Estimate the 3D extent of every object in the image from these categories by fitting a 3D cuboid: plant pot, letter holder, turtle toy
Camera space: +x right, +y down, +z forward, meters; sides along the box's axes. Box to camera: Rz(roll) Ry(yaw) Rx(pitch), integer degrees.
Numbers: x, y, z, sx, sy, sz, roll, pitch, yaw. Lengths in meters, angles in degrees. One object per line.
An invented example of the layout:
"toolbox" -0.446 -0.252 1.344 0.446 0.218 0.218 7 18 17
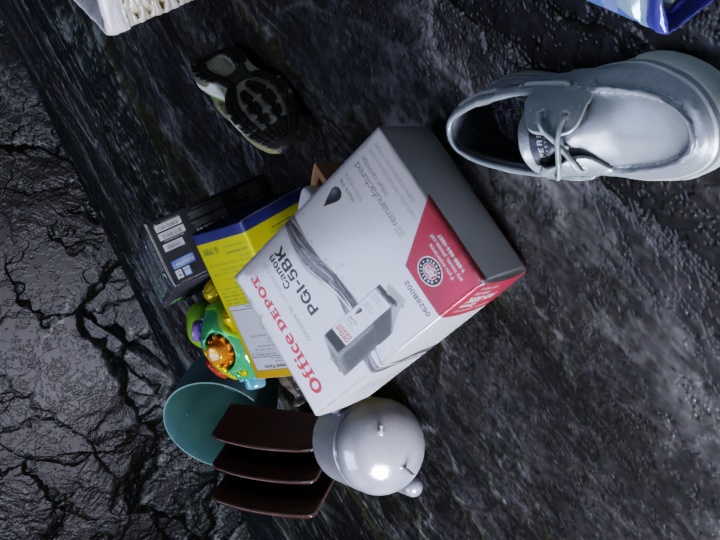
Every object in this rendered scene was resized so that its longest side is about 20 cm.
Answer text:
"plant pot" -0.239 0.230 1.548 0.162 0.198 0.203 -74 -27 -56
"letter holder" -0.148 0.310 1.376 0.197 0.143 0.102 2 125 25
"turtle toy" -0.175 0.089 1.155 0.146 0.101 0.200 44 176 -37

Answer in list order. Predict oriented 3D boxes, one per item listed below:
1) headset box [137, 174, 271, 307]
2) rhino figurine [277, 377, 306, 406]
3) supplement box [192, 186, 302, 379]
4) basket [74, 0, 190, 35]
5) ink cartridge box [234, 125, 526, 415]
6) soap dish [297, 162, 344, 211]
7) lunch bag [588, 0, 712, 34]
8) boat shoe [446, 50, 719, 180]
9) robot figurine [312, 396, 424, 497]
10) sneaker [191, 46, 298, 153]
"headset box" -0.212 -0.035 1.185 0.094 0.173 0.200 63 159 2
"rhino figurine" -0.094 0.153 1.256 0.088 0.059 0.200 64 174 -7
"supplement box" -0.099 0.018 1.035 0.108 0.109 0.202 -9 108 46
"basket" -0.248 -0.385 0.861 0.200 0.159 0.200 46 154 38
"ink cartridge box" 0.009 0.003 0.689 0.200 0.082 0.148 -42 74 31
"soap dish" 0.000 0.000 0.852 0.158 0.081 0.201 55 159 19
"lunch bag" 0.086 -0.221 0.310 0.170 0.127 0.201 41 161 45
"boat shoe" 0.119 -0.077 0.482 0.200 0.071 0.071 21 135 61
"robot figurine" 0.009 0.214 1.047 0.170 0.113 0.200 45 162 -10
"sneaker" -0.117 -0.178 0.953 0.200 0.076 0.089 51 170 41
